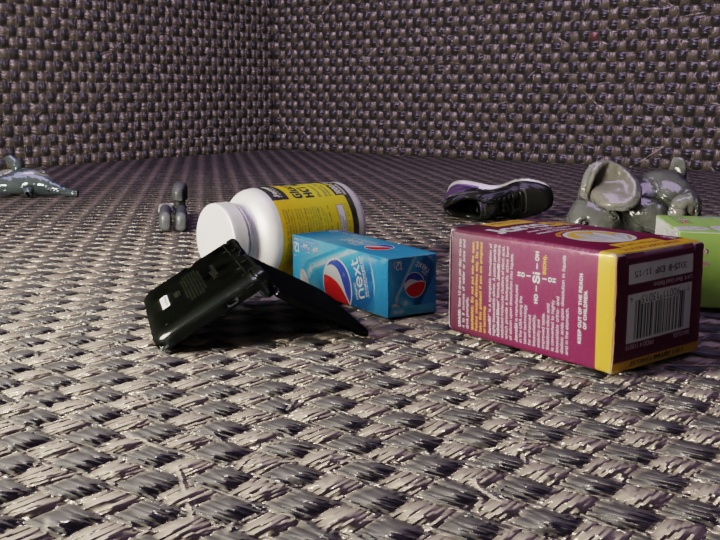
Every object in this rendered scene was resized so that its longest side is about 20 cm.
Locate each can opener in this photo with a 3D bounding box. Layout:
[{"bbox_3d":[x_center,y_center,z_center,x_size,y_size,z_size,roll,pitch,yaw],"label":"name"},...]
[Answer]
[{"bbox_3d":[-0.326,-0.108,1.679,0.052,0.068,0.200,0,15,-10],"label":"can opener"}]

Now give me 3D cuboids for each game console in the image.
[{"bbox_3d":[-0.112,0.045,0.972,0.175,0.117,0.200,-33,17,-8],"label":"game console"}]

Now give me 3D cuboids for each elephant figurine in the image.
[{"bbox_3d":[0.325,-0.070,1.244,0.196,0.144,0.155,5,16,4],"label":"elephant figurine"}]

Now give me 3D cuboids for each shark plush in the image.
[{"bbox_3d":[-0.715,-0.173,2.111,0.197,0.092,0.084,20,29,-6],"label":"shark plush"}]

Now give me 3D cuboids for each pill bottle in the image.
[{"bbox_3d":[-0.098,-0.048,1.202,0.198,0.114,0.112,-9,14,-42],"label":"pill bottle"}]

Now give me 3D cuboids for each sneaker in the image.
[{"bbox_3d":[0.246,-0.115,1.741,0.197,0.077,0.088,-1,24,17],"label":"sneaker"}]

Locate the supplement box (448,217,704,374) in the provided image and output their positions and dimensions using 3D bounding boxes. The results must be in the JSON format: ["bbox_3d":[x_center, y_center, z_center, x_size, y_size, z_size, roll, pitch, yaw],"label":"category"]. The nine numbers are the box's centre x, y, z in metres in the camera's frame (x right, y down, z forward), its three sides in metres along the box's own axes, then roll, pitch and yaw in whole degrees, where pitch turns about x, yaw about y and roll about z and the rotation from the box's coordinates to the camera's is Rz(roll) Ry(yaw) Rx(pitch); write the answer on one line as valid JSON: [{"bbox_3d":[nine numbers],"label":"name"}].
[{"bbox_3d":[0.194,0.016,0.894,0.130,0.105,0.199,-9,13,-38],"label":"supplement box"}]

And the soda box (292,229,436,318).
[{"bbox_3d":[0.000,0.000,1.082,0.067,0.065,0.199,-7,12,-33],"label":"soda box"}]

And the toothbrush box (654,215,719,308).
[{"bbox_3d":[0.439,-0.011,1.083,0.196,0.088,0.146,1,10,7],"label":"toothbrush box"}]
